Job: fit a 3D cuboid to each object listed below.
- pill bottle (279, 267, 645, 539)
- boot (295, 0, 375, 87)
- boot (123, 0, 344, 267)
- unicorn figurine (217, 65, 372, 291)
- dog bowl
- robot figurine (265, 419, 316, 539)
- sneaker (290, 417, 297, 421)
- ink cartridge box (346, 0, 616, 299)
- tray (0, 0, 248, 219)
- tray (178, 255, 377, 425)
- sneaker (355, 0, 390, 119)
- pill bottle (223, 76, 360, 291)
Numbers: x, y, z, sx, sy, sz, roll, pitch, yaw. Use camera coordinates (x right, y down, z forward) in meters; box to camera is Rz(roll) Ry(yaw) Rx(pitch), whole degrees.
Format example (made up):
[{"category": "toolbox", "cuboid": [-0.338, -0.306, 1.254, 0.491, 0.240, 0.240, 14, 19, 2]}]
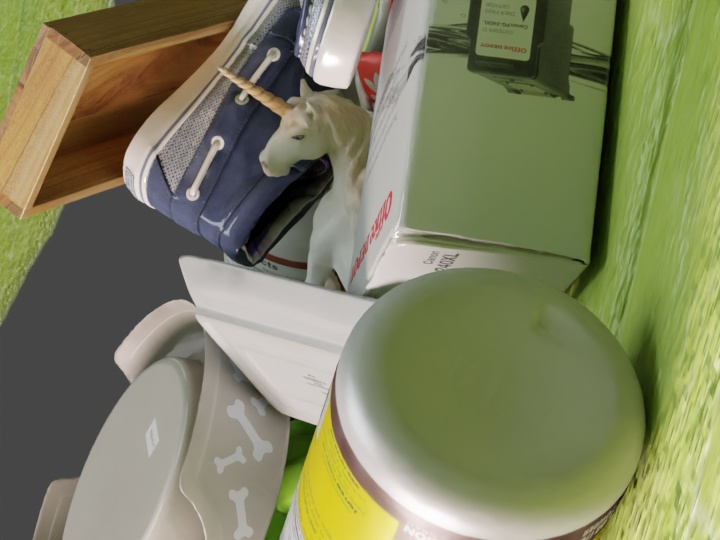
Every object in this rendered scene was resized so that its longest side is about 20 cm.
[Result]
[{"category": "pill bottle", "cuboid": [0.028, 0.096, 0.839, 0.200, 0.109, 0.109, 107, 170, -52]}, {"category": "boot", "cuboid": [-0.030, -0.172, 1.022, 0.073, 0.090, 0.200, 108, 173, -54]}, {"category": "boot", "cuboid": [-0.029, -0.096, 1.190, 0.200, 0.090, 0.073, -52, -27, -5]}, {"category": "unicorn figurine", "cuboid": [0.000, 0.000, 1.119, 0.074, 0.200, 0.137, -31, -23, -47]}, {"category": "dog bowl", "cuboid": [-0.103, 0.117, 1.151, 0.200, 0.059, 0.200, -48, 29, 38]}, {"category": "robot figurine", "cuboid": [-0.044, 0.164, 1.206, 0.200, 0.116, 0.176, -45, 57, 45]}, {"category": "sneaker", "cuboid": [-0.040, 0.139, 1.347, 0.200, 0.092, 0.076, -12, 27, 41]}, {"category": "ink cartridge box", "cuboid": [0.054, -0.078, 0.977, 0.145, 0.083, 0.200, 117, 162, -71]}, {"category": "tray", "cuboid": [-0.114, -0.096, 1.196, 0.200, 0.037, 0.099, -24, -33, -57]}, {"category": "tray", "cuboid": [-0.013, 0.046, 1.020, 0.022, 0.107, 0.200, -48, 27, -16]}, {"category": "sneaker", "cuboid": [0.020, -0.071, 1.168, 0.093, 0.070, 0.200, 30, -112, -57]}, {"category": "pill bottle", "cuboid": [-0.024, -0.023, 1.311, 0.200, 0.112, 0.112, 91, -178, -48]}]
